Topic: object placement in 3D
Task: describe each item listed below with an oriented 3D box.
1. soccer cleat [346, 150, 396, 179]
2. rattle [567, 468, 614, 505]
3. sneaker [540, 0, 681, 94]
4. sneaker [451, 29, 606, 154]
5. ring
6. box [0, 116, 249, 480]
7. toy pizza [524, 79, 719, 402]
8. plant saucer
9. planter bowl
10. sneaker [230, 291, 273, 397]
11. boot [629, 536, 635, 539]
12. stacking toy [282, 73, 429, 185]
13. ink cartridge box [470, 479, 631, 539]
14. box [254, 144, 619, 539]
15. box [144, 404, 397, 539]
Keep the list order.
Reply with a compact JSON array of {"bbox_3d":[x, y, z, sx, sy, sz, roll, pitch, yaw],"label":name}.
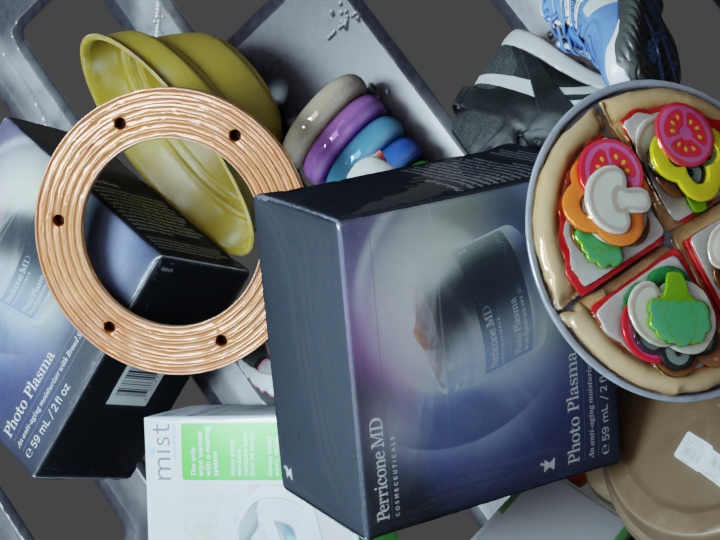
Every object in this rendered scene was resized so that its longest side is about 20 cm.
[{"bbox_3d":[0.000,0.000,1.226,0.069,0.201,0.078,29,57,21],"label":"soccer cleat"},{"bbox_3d":[0.230,0.141,1.212,0.199,0.142,0.131,-33,45,32],"label":"rattle"},{"bbox_3d":[0.167,-0.163,1.159,0.076,0.201,0.076,-22,117,17],"label":"sneaker"},{"bbox_3d":[0.144,-0.081,1.190,0.112,0.073,0.200,-50,48,-4],"label":"sneaker"},{"bbox_3d":[-0.130,-0.027,1.195,0.198,0.019,0.203,2,100,10],"label":"ring"},{"bbox_3d":[-0.228,0.023,1.325,0.198,0.123,0.201,38,104,30],"label":"box"},{"bbox_3d":[0.192,-0.021,1.044,0.198,0.032,0.203,5,77,-21],"label":"toy pizza"},{"bbox_3d":[0.232,0.093,1.104,0.199,0.029,0.202,-25,51,35],"label":"plant saucer"},{"bbox_3d":[-0.118,-0.116,1.295,0.083,0.201,0.200,-39,74,-20],"label":"planter bowl"},{"bbox_3d":[-0.034,0.047,1.234,0.199,0.080,0.087,27,145,48],"label":"sneaker"},{"bbox_3d":[0.235,0.283,1.200,0.163,0.065,0.203,16,101,22],"label":"boot"},{"bbox_3d":[0.039,-0.052,1.266,0.200,0.085,0.086,42,105,9],"label":"stacking toy"},{"bbox_3d":[0.093,0.257,1.176,0.083,0.145,0.202,31,122,16],"label":"ink cartridge box"},{"bbox_3d":[0.052,0.040,1.094,0.123,0.196,0.203,20,120,60],"label":"box"},{"bbox_3d":[-0.065,0.204,1.296,0.174,0.097,0.203,-1,91,19],"label":"box"}]
